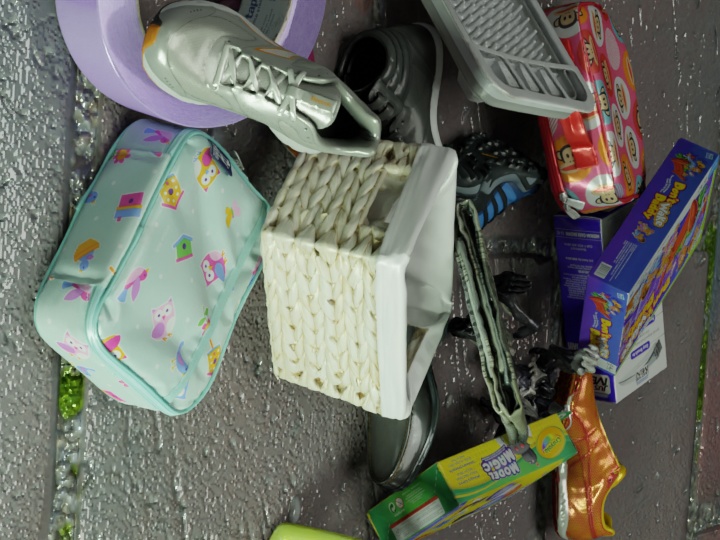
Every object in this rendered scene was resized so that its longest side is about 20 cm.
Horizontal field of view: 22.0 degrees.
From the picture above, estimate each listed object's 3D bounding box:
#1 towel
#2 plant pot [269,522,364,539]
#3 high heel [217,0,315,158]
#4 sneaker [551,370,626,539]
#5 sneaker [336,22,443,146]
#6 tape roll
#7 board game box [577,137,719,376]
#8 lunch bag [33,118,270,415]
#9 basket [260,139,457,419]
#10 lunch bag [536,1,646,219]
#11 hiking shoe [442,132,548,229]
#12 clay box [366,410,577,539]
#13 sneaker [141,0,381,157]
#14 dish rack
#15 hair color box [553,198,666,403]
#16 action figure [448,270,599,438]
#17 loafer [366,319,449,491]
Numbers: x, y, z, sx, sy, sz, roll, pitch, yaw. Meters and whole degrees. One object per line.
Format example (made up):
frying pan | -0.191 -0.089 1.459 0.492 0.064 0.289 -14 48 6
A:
towel | 0.108 0.049 1.593 0.200 0.034 0.194 64 14 -75
plant pot | 0.009 0.351 1.551 0.182 0.198 0.201 50 57 -51
high heel | -0.042 -0.165 1.499 0.096 0.067 0.201 -47 117 -23
sneaker | 0.231 0.179 1.883 0.073 0.076 0.202 -92 178 -66
sneaker | 0.021 -0.117 1.589 0.099 0.070 0.202 1 89 -50
tape roll | -0.121 -0.209 1.352 0.199 0.065 0.202 -13 112 -36
board game box | 0.281 -0.014 1.812 0.200 0.045 0.135 -53 158 -31
lunch bag | -0.144 -0.003 1.382 0.160 0.077 0.201 49 59 -46
basket | 0.000 0.000 1.476 0.201 0.122 0.136 89 20 -49
lunch bag | 0.212 -0.154 1.757 0.176 0.081 0.202 -18 97 -71
hiking shoe | 0.103 -0.074 1.712 0.199 0.074 0.087 -10 133 -58
clay box | 0.113 0.191 1.701 0.199 0.115 0.048 -15 71 -44
sneaker | -0.062 -0.135 1.319 0.199 0.092 0.076 20 91 -40
dish rack | 0.112 -0.214 1.634 0.171 0.043 0.201 3 55 -51
hair color box | 0.260 0.023 1.918 0.109 0.064 0.202 -26 114 -47
action figure | 0.160 0.100 1.771 0.119 0.102 0.200 -48 131 -18
loafer | 0.026 0.092 1.632 0.072 0.072 0.202 18 72 -43
